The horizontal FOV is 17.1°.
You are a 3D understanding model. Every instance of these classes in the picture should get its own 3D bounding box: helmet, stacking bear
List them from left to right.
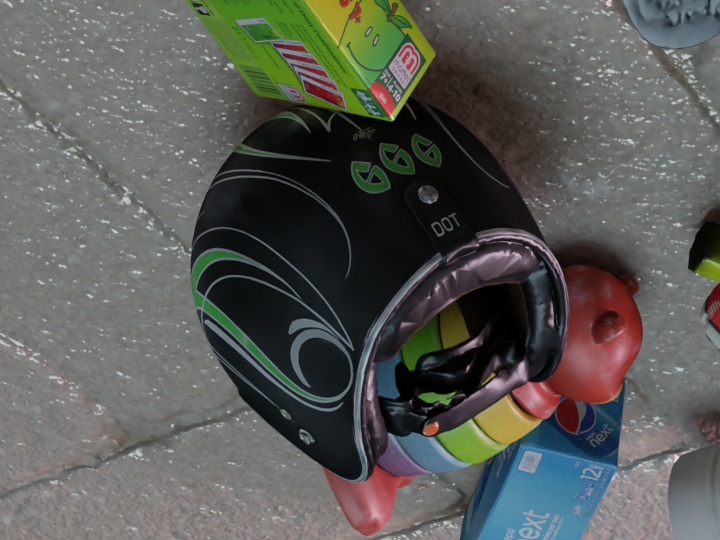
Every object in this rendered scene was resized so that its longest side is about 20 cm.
[{"bbox_3d":[0.000,0.000,1.296,0.199,0.191,0.201,-24,133,-27],"label":"helmet"},{"bbox_3d":[0.075,0.060,1.425,0.199,0.121,0.114,-23,100,22],"label":"stacking bear"}]

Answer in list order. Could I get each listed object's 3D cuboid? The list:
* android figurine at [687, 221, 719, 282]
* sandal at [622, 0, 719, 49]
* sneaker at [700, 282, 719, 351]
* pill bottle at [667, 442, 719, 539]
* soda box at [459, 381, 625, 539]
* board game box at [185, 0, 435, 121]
[{"bbox_3d":[0.292,0.000,1.350,0.199,0.041,0.182,17,142,-8],"label":"android figurine"},{"bbox_3d":[0.120,-0.191,1.098,0.076,0.043,0.201,-30,111,14],"label":"sandal"},{"bbox_3d":[0.285,0.020,1.301,0.198,0.077,0.085,7,131,-4],"label":"sneaker"},{"bbox_3d":[0.294,0.132,1.458,0.199,0.115,0.114,-19,134,32],"label":"pill bottle"},{"bbox_3d":[0.113,0.145,1.553,0.064,0.068,0.201,14,142,-4],"label":"soda box"},{"bbox_3d":[-0.054,-0.161,1.186,0.101,0.048,0.200,13,152,42],"label":"board game box"}]
